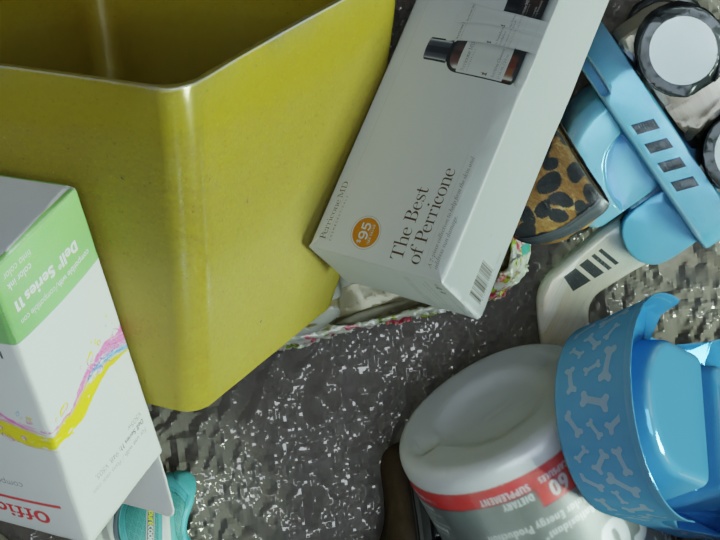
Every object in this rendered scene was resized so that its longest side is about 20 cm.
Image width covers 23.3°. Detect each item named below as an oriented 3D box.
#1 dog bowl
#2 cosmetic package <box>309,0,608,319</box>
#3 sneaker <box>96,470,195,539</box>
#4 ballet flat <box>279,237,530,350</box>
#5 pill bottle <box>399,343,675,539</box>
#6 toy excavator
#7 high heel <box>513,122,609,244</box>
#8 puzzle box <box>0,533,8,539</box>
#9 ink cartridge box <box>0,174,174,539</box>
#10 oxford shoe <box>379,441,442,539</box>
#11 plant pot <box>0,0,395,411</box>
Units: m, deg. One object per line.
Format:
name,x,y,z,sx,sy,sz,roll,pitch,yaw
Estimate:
dog bowl,0.161,0.082,0.896,0.049,0.199,0.113,-12,69,31
cosmetic package,0.053,-0.084,0.866,0.082,0.051,0.202,14,75,35
sneaker,-0.084,0.207,0.973,0.079,0.077,0.202,-27,97,-11
ballet flat,0.000,0.000,0.964,0.198,0.064,0.076,-15,94,-3
pill bottle,0.111,0.151,0.946,0.113,0.114,0.201,-30,113,-2
toy excavator,0.145,-0.029,0.969,0.199,0.100,0.195,-34,100,12
high heel,0.102,-0.111,0.916,0.071,0.142,0.202,25,82,-42
puzzle box,-0.254,0.191,0.978,0.200,0.025,0.133,42,90,-8
ink cartridge box,-0.168,0.054,0.815,0.116,0.067,0.201,9,131,28
oxford shoe,0.010,0.191,0.981,0.083,0.073,0.203,4,90,7
plant pot,-0.106,-0.047,0.868,0.198,0.200,0.178,10,118,27
